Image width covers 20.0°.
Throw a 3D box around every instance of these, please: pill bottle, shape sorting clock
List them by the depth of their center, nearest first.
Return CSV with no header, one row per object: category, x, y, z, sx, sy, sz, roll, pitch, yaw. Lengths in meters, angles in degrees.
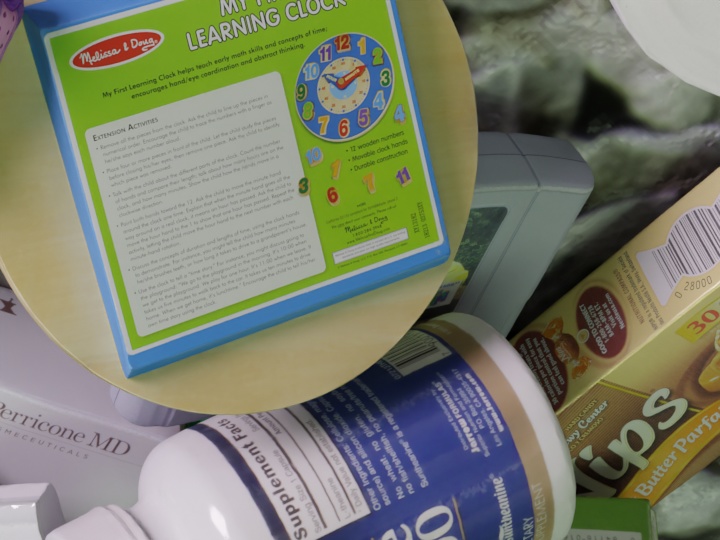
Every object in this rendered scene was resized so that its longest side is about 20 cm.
shape sorting clock,-0.046,-0.047,0.749,0.199,0.039,0.201,-4,99,-27
pill bottle,-0.021,0.103,0.832,0.199,0.111,0.111,-24,135,-22

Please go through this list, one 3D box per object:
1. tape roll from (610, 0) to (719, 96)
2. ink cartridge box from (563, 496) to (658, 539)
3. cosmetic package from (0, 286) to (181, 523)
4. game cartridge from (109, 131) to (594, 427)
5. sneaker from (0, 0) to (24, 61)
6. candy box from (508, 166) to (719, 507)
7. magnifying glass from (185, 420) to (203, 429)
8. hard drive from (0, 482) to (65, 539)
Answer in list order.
tape roll,0.178,-0.163,0.784,0.202,0.071,0.203,-6,132,-7
ink cartridge box,0.048,0.174,0.988,0.147,0.076,0.200,4,153,-9
cosmetic package,-0.173,0.109,0.944,0.101,0.071,0.200,20,123,-25
game cartridge,0.000,0.000,0.857,0.199,0.041,0.133,-11,142,-30
sneaker,-0.187,-0.122,0.693,0.088,0.200,0.080,-46,168,13
candy box,0.137,0.047,0.952,0.200,0.055,0.115,-41,138,23
magnifying glass,-0.056,0.055,0.955,0.079,0.022,0.200,-11,131,-2
hard drive,-0.212,0.157,0.879,0.199,0.026,0.132,-5,114,15
